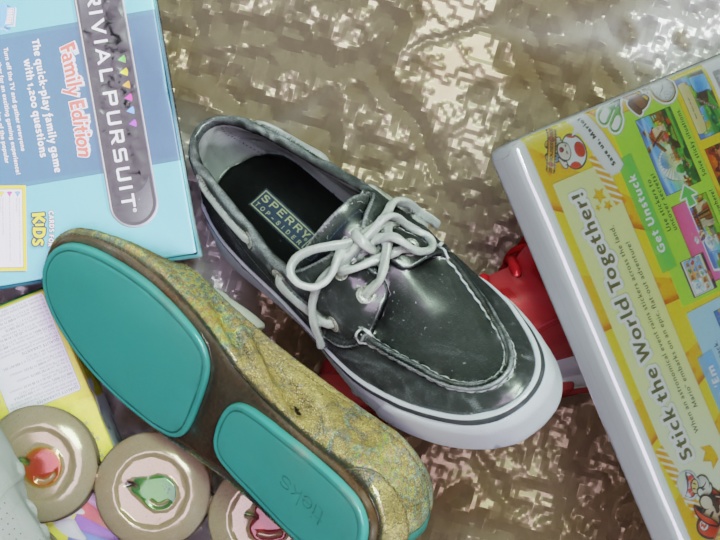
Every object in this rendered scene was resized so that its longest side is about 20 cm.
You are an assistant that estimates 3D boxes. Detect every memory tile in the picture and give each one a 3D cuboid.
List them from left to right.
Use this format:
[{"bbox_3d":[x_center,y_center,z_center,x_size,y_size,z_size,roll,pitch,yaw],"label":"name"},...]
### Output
[{"bbox_3d":[-0.106,0.165,1.258,0.153,0.017,0.201,14,90,2],"label":"memory tile"}]

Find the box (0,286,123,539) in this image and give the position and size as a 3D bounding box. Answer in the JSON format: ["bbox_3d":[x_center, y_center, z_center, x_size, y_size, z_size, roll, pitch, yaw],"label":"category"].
[{"bbox_3d":[-0.148,0.119,1.294,0.117,0.048,0.201,-21,91,-3],"label":"box"}]

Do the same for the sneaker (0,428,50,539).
[{"bbox_3d":[-0.144,0.123,1.216,0.088,0.075,0.201,3,59,-23],"label":"sneaker"}]

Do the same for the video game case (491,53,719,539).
[{"bbox_3d":[0.164,0.011,1.274,0.182,0.023,0.201,-23,91,-33],"label":"video game case"}]

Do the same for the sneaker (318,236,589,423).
[{"bbox_3d":[0.070,0.000,1.299,0.199,0.078,0.116,-8,85,-16],"label":"sneaker"}]

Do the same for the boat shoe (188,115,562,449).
[{"bbox_3d":[0.002,-0.002,1.235,0.074,0.068,0.199,-39,56,-9],"label":"boat shoe"}]

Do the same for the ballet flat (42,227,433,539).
[{"bbox_3d":[-0.048,0.050,1.241,0.200,0.071,0.071,40,89,21],"label":"ballet flat"}]

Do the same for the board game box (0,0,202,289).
[{"bbox_3d":[-0.178,-0.064,1.282,0.199,0.047,0.151,-9,94,-4],"label":"board game box"}]
